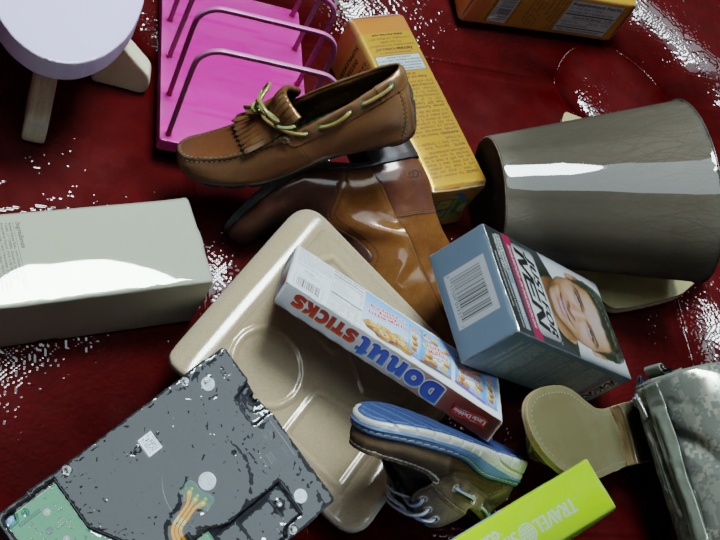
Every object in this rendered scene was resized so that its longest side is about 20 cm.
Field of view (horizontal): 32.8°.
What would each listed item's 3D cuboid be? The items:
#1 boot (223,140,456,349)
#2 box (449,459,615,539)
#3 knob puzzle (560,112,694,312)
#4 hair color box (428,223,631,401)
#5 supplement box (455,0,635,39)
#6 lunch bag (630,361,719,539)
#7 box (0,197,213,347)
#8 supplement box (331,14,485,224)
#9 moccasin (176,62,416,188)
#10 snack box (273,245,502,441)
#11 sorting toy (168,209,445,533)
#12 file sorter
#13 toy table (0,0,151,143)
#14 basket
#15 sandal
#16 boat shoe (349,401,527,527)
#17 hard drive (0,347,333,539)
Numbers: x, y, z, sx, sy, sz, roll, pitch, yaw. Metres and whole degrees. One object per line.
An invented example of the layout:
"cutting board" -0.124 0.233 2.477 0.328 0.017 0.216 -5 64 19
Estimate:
"boot" 0.000 0.000 1.050 0.186 0.068 0.203 -24 87 -23
"box" 0.083 0.215 0.901 0.198 0.122 0.048 -21 71 -35
"knob puzzle" 0.260 -0.042 1.216 0.216 0.031 0.223 6 61 -11
"hair color box" 0.146 0.042 1.031 0.199 0.060 0.100 23 44 -50
"supplement box" 0.198 -0.304 1.328 0.197 0.069 0.068 3 60 -27
"lunch bag" 0.325 0.173 1.034 0.165 0.139 0.203 3 62 -32
"box" -0.219 0.002 0.927 0.197 0.069 0.083 -5 62 -29
"supplement box" 0.041 -0.142 1.153 0.068 0.067 0.202 -12 65 -32
"moccasin" -0.054 -0.120 0.988 0.198 0.079 0.074 -11 37 9
"snack box" 0.024 0.055 0.947 0.198 0.024 0.072 34 21 -10
"sorting toy" -0.029 0.077 0.971 0.200 0.036 0.186 43 58 -4
"file sorter" -0.097 -0.210 1.083 0.137 0.126 0.203 10 52 -21
"toy table" -0.254 -0.211 1.018 0.181 0.117 0.202 21 51 -12
"basket" 0.211 -0.069 1.129 0.196 0.137 0.183 -4 63 -11
"sandal" 0.175 0.146 1.036 0.210 0.069 0.079 9 65 -48
"boat shoe" 0.057 0.153 0.920 0.199 0.072 0.073 25 88 -45
"hard drive" -0.133 0.167 0.850 0.199 0.038 0.140 -37 88 -28
